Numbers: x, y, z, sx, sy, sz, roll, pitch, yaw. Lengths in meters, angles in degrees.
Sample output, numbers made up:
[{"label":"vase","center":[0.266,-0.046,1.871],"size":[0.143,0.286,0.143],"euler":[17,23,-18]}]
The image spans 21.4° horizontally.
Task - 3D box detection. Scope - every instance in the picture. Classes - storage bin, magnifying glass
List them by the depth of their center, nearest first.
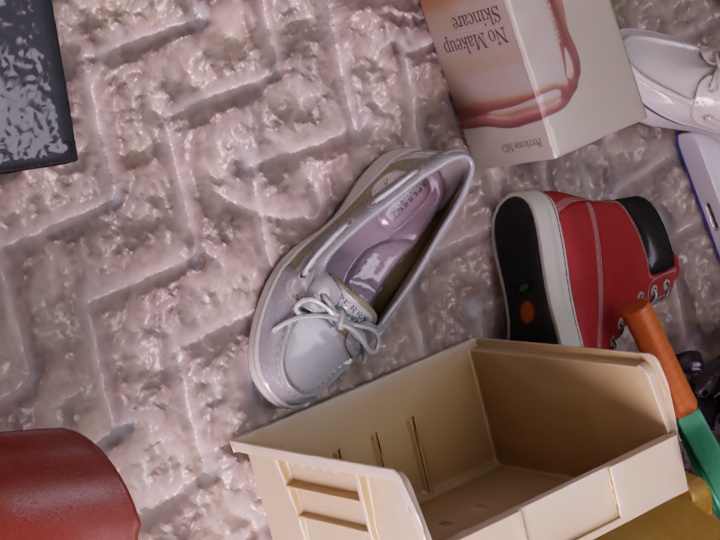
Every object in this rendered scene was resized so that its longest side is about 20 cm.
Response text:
[{"label":"storage bin","center":[0.062,0.120,1.159],"size":[0.199,0.198,0.094],"euler":[-20,102,-32]},{"label":"magnifying glass","center":[0.226,0.111,1.272],"size":[0.022,0.080,0.201],"euler":[-28,102,2]}]

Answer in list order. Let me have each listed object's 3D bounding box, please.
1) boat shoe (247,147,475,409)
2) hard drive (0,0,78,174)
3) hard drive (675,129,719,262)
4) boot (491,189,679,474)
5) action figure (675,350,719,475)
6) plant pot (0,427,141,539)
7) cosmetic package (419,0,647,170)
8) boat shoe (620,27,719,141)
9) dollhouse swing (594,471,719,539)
[{"label":"boat shoe","center":[0.001,0.001,1.205],"size":[0.074,0.065,0.202],"euler":[48,65,-20]},{"label":"hard drive","center":[-0.243,-0.150,1.078],"size":[0.139,0.033,0.202],"euler":[-11,93,-32]},{"label":"hard drive","center":[0.334,-0.082,1.444],"size":[0.199,0.025,0.133],"euler":[-29,102,-30]},{"label":"boot","center":[0.169,0.046,1.304],"size":[0.143,0.072,0.202],"euler":[2,80,-34]},{"label":"action figure","center":[0.249,0.094,1.356],"size":[0.200,0.069,0.131],"euler":[-37,118,-24]},{"label":"plant pot","center":[-0.228,0.169,0.988],"size":[0.194,0.200,0.203],"euler":[-6,91,-41]},{"label":"cosmetic package","center":[0.101,-0.177,1.258],"size":[0.087,0.103,0.201],"euler":[-24,99,-29]},{"label":"boat shoe","center":[0.261,-0.127,1.355],"size":[0.199,0.066,0.072],"euler":[26,62,-13]},{"label":"dollhouse swing","center":[0.149,0.233,1.174],"size":[0.199,0.176,0.183],"euler":[-20,130,-27]}]
